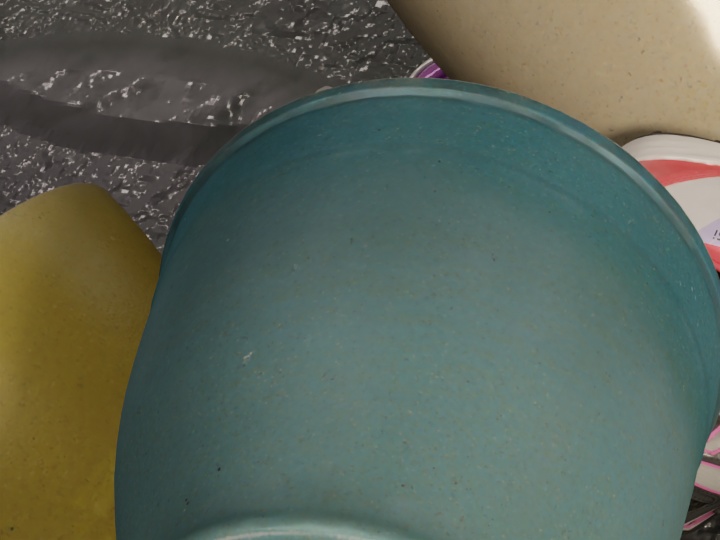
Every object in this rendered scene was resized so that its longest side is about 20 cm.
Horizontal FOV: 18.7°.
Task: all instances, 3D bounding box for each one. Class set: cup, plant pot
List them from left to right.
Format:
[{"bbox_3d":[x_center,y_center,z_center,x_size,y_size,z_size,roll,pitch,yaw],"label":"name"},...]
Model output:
[{"bbox_3d":[-0.115,0.088,0.862,0.142,0.200,0.200,40,79,12],"label":"plant pot"},{"bbox_3d":[0.010,0.074,0.689,0.199,0.201,0.188,-10,32,19],"label":"plant pot"},{"bbox_3d":[0.124,-0.103,0.875,0.200,0.200,0.144,-27,79,6],"label":"cup"}]

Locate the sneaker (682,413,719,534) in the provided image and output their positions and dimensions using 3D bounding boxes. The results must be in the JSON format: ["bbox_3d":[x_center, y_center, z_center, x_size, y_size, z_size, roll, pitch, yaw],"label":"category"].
[{"bbox_3d":[0.137,0.055,0.824,0.199,0.087,0.080,1,30,5],"label":"sneaker"}]

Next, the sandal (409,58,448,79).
[{"bbox_3d":[0.053,-0.019,0.922,0.082,0.050,0.203,-28,53,9],"label":"sandal"}]

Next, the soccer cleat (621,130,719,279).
[{"bbox_3d":[0.173,0.004,0.770,0.199,0.068,0.073,12,50,23],"label":"soccer cleat"}]

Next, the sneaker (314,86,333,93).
[{"bbox_3d":[0.000,0.000,0.891,0.079,0.079,0.200,-50,22,24],"label":"sneaker"}]
